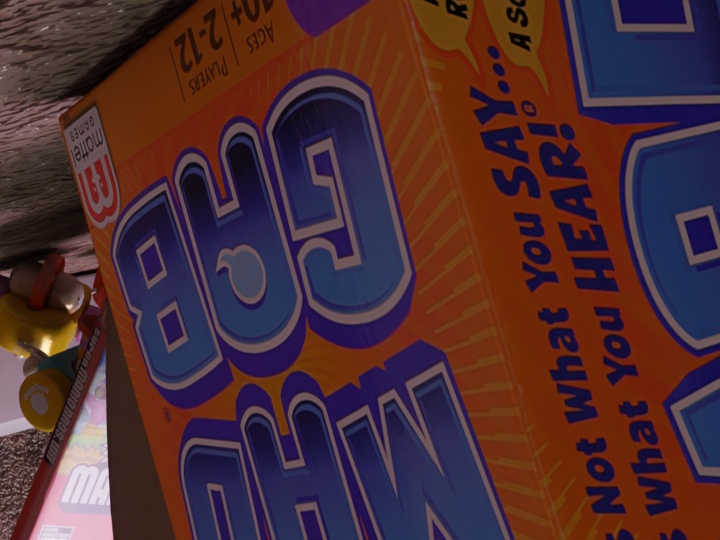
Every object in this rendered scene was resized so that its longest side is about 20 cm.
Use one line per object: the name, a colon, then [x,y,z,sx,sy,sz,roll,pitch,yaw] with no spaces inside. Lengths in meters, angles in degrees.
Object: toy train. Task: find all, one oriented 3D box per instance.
toy train: [-0.121,0.029,0.869,0.149,0.056,0.200,7,-154,-24]

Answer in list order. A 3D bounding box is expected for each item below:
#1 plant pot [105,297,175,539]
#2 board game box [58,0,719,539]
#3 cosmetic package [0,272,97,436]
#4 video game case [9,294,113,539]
plant pot: [-0.029,0.044,0.652,0.186,0.201,0.187,-16,178,-1]
board game box: [0.062,0.007,0.460,0.199,0.201,0.200,-14,176,-31]
cosmetic package: [-0.202,0.055,1.046,0.199,0.085,0.107,-12,174,-44]
video game case: [-0.074,0.064,0.769,0.142,0.201,0.017,12,-164,-41]
